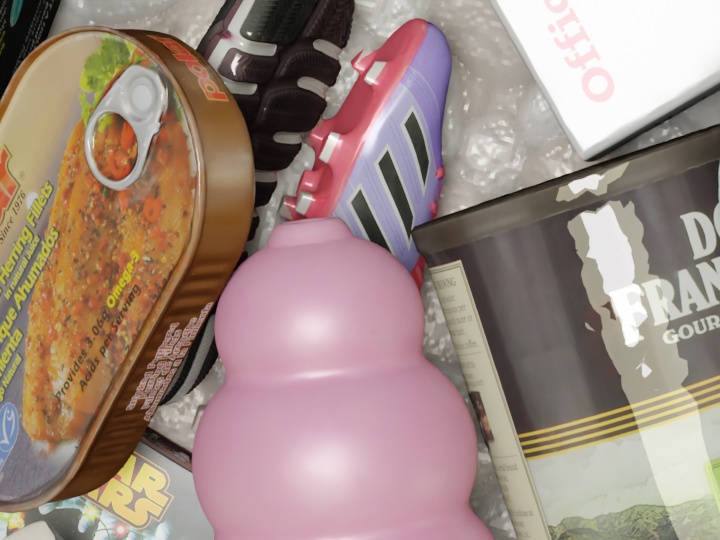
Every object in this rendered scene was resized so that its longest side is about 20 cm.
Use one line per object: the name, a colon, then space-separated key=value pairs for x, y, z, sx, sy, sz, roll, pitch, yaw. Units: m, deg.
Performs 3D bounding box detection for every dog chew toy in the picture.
dog chew toy: x=-0.009 y=0.081 z=1.058 sx=0.124 sy=0.125 sz=0.201 roll=-6 pitch=94 yaw=7

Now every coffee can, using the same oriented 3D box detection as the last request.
coffee can: x=0.118 y=0.056 z=1.071 sx=0.145 sy=0.146 sz=0.201 roll=-18 pitch=91 yaw=7

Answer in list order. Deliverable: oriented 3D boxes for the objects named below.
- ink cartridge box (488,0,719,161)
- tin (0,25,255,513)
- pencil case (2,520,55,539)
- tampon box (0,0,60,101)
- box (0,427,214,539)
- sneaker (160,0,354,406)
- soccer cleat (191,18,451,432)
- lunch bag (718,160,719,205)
ink cartridge box: x=0.135 y=-0.152 z=1.088 sx=0.199 sy=0.084 sz=0.146 roll=-30 pitch=89 yaw=8
tin: x=-0.108 y=0.000 z=1.071 sx=0.112 sy=0.042 sz=0.201 roll=44 pitch=120 yaw=24
pencil case: x=-0.120 y=0.202 z=1.084 sx=0.089 sy=0.078 sz=0.201 roll=-24 pitch=78 yaw=33
tampon box: x=-0.182 y=-0.146 z=1.053 sx=0.125 sy=0.200 sz=0.151 roll=18 pitch=77 yaw=6
box: x=-0.094 y=0.140 z=1.154 sx=0.199 sy=0.040 sz=0.137 roll=30 pitch=95 yaw=5
sneaker: x=-0.087 y=-0.057 z=1.115 sx=0.115 sy=0.076 sz=0.201 roll=27 pitch=96 yaw=29
soccer cleat: x=0.000 y=0.000 z=1.128 sx=0.076 sy=0.067 sz=0.201 roll=23 pitch=96 yaw=-11
lunch bag: x=0.217 y=-0.011 z=0.958 sx=0.170 sy=0.122 sz=0.201 roll=-11 pitch=90 yaw=39
